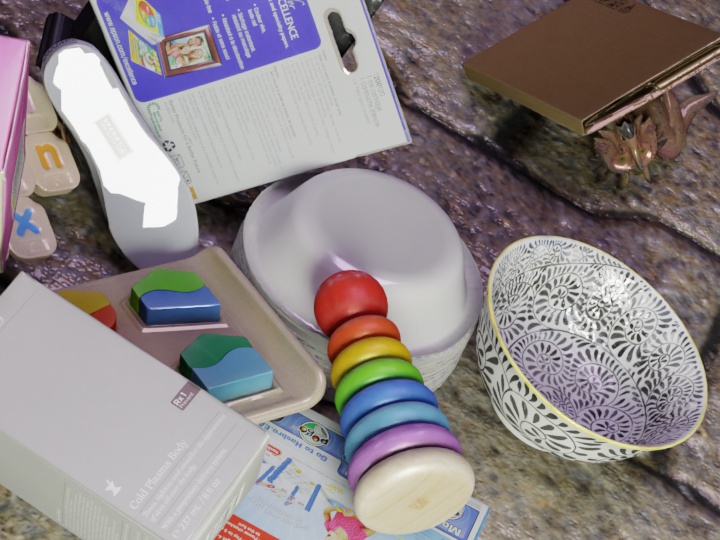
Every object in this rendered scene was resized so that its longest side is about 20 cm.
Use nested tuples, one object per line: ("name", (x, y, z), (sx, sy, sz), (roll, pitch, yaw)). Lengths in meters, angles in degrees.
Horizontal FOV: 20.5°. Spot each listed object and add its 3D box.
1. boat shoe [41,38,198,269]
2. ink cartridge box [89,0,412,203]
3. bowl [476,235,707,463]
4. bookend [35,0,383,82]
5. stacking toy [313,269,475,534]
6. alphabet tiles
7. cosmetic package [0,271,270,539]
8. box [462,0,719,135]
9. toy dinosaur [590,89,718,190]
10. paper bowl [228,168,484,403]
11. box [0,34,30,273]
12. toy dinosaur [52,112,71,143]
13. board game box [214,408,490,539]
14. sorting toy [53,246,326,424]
("boat shoe", (-0.182, -0.089, 1.515), (0.068, 0.200, 0.057), (-26, 19, -5))
("ink cartridge box", (-0.082, -0.161, 1.522), (0.199, 0.199, 0.043), (-15, 29, 9))
("bowl", (0.160, 0.079, 1.536), (0.200, 0.094, 0.201), (21, 43, -21))
("bookend", (-0.119, -0.205, 1.575), (0.200, 0.199, 0.092), (29, 25, -19))
("stacking toy", (0.014, 0.080, 1.384), (0.085, 0.085, 0.200), (2, 49, -25))
("alphabet tiles", (-0.303, -0.088, 1.441), (0.200, 0.015, 0.196), (-12, 72, -39))
("cosmetic package", (-0.170, 0.104, 1.268), (0.200, 0.090, 0.107), (32, 59, 6))
("box", (0.208, -0.192, 1.792), (0.163, 0.021, 0.200), (-31, 33, -16))
("toy dinosaur", (0.262, -0.132, 1.832), (0.200, 0.086, 0.136), (4, 53, -44))
("paper bowl", (0.000, 0.000, 1.540), (0.200, 0.105, 0.201), (13, 43, -12))
("box", (-0.321, -0.088, 1.292), (0.199, 0.176, 0.097), (9, 68, -7))
("toy dinosaur", (-0.297, -0.108, 1.533), (0.200, 0.102, 0.136), (-2, 59, -57))
("board game box", (-0.035, 0.194, 1.357), (0.200, 0.056, 0.196), (29, 41, 3))
("sorting toy", (-0.150, 0.056, 1.404), (0.199, 0.037, 0.185), (-18, 43, -25))
